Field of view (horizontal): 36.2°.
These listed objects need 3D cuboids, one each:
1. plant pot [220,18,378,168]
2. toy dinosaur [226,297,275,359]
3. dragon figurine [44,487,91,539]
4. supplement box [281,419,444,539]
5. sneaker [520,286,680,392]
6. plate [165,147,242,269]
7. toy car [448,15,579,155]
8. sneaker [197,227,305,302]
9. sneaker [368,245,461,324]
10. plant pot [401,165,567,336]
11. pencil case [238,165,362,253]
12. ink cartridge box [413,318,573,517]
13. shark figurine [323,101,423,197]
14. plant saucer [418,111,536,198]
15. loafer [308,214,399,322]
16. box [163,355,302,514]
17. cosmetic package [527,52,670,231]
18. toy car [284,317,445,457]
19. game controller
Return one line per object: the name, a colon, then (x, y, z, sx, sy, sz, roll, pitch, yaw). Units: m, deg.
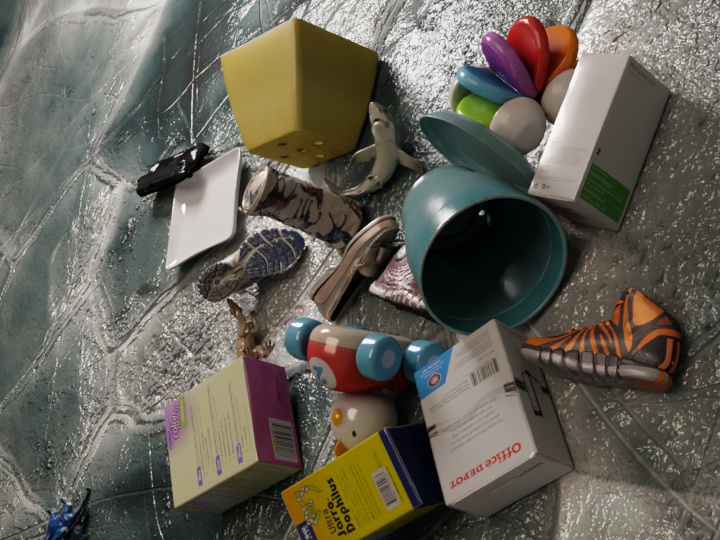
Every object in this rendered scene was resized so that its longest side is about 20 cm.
plant pot: (-0.101, -0.284, 1.867, 0.200, 0.200, 0.177, -17, 69, 42)
toy dinosaur: (-0.189, 0.140, 1.840, 0.101, 0.058, 0.201, -26, 63, 58)
dragon figurine: (-0.538, 0.475, 2.022, 0.200, 0.059, 0.100, -35, 47, 31)
supplement box: (0.014, 0.292, 1.449, 0.200, 0.109, 0.110, -36, 70, 29)
sneaker: (0.294, 0.078, 1.322, 0.200, 0.078, 0.112, 6, 70, 38)
plate: (-0.291, -0.113, 2.093, 0.200, 0.032, 0.200, -24, 52, 39)
toy car: (0.214, -0.264, 1.498, 0.200, 0.150, 0.175, -29, 41, -8)
sneaker: (-0.183, -0.015, 1.885, 0.200, 0.085, 0.077, -25, 87, 11)
sneaker: (0.096, 0.007, 1.571, 0.200, 0.076, 0.116, 19, 81, 51)
plant pot: (0.145, -0.044, 1.464, 0.200, 0.200, 0.188, -53, 28, 13)
pencil case: (-0.092, -0.096, 1.734, 0.078, 0.200, 0.090, 9, 81, 61)
ink cartridge box: (0.163, 0.188, 1.386, 0.146, 0.084, 0.200, -37, 47, 28)
shark figurine: (0.026, -0.175, 1.765, 0.215, 0.128, 0.090, -51, 12, 42)
plant saucer: (0.167, -0.154, 1.485, 0.027, 0.200, 0.200, -54, 39, -6)
loafer: (0.000, 0.000, 1.694, 0.200, 0.072, 0.063, -46, 58, 29)
box: (-0.203, 0.261, 1.727, 0.200, 0.097, 0.176, -33, 55, 31)
cosmetic package: (0.305, -0.165, 1.408, 0.085, 0.107, 0.200, 17, 84, 50)
toy car: (-0.005, 0.180, 1.525, 0.184, 0.177, 0.201, 8, 88, 47)
game controller: (-0.378, -0.202, 2.213, 0.200, 0.042, 0.104, -12, 29, 49)
